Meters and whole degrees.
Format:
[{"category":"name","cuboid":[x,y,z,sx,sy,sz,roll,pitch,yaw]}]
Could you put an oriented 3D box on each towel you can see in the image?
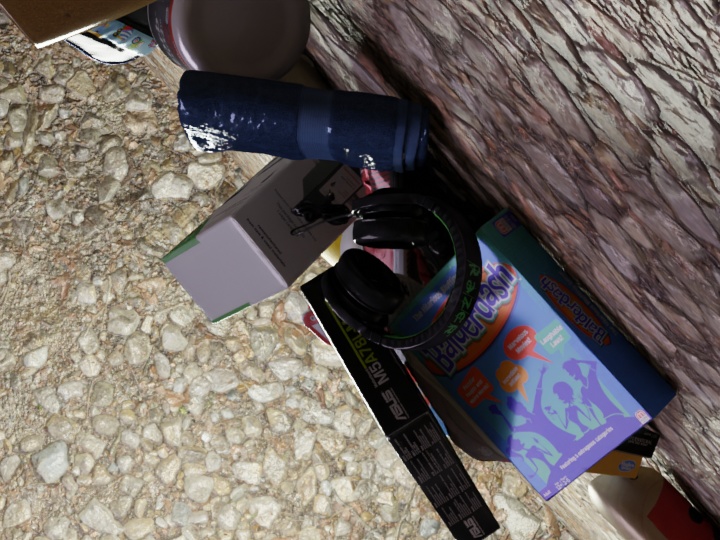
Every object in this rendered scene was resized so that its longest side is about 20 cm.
[{"category":"towel","cuboid":[-0.045,-0.115,1.228,0.199,0.049,0.112,9,172,2]}]

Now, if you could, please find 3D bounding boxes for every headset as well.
[{"category":"headset","cuboid":[0.021,-0.012,1.263,0.200,0.124,0.094,30,-167,36]}]

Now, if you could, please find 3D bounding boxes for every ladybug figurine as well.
[{"category":"ladybug figurine","cuboid":[0.314,0.269,1.556,0.200,0.072,0.136,46,179,-10]}]

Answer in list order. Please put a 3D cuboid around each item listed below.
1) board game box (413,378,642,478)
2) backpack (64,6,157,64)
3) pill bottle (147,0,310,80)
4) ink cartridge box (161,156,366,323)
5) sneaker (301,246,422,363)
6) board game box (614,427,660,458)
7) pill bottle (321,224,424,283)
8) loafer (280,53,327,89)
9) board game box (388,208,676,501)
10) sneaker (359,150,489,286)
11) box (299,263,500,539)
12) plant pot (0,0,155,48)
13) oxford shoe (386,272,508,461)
[{"category":"board game box","cuboid":[0.157,0.149,1.518,0.200,0.040,0.153,12,-171,-37]},{"category":"backpack","cuboid":[-0.246,-0.304,1.537,0.135,0.182,0.200,55,-169,26]},{"category":"pill bottle","cuboid":[-0.120,-0.220,1.330,0.116,0.116,0.200,50,176,-20]},{"category":"ink cartridge box","cuboid":[-0.067,-0.055,1.436,0.084,0.200,0.146,51,144,-9]},{"category":"sneaker","cuboid":[0.000,0.000,1.446,0.112,0.071,0.200,8,127,13]},{"category":"board game box","cuboid":[0.164,0.120,1.454,0.135,0.028,0.200,16,-174,-42]},{"category":"pill bottle","cuboid":[0.016,-0.040,1.585,0.113,0.112,0.200,51,174,-30]},{"category":"loafer","cuboid":[-0.071,-0.181,1.517,0.067,0.076,0.200,44,-176,42]},{"category":"board game box","cuboid":[0.135,0.071,1.260,0.200,0.045,0.152,48,135,7]},{"category":"sneaker","cuboid":[0.070,-0.041,1.328,0.098,0.071,0.201,25,153,55]},{"category":"box","cuboid":[0.034,0.118,1.337,0.193,0.047,0.200,60,-179,42]},{"category":"plant pot","cuboid":[-0.184,-0.257,1.095,0.186,0.200,0.186,49,175,5]},{"category":"oxford shoe","cuboid":[0.072,0.091,1.356,0.200,0.075,0.058,51,136,-1]}]
